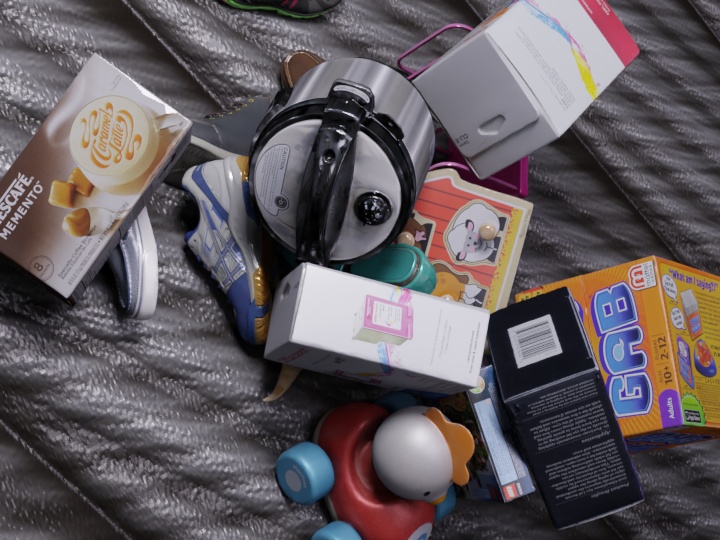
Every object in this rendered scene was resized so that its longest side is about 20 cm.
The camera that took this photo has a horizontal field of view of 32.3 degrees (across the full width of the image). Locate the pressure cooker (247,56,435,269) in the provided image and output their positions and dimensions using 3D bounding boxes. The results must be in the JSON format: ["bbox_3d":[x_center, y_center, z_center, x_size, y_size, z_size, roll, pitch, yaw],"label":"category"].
[{"bbox_3d":[-0.019,-0.107,1.246,0.177,0.177,0.201,57,26,-20],"label":"pressure cooker"}]

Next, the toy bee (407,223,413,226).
[{"bbox_3d":[0.036,-0.030,1.437,0.108,0.131,0.201,34,64,4],"label":"toy bee"}]

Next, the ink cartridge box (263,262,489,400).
[{"bbox_3d":[0.012,0.066,1.271,0.198,0.144,0.086,16,75,-12],"label":"ink cartridge box"}]

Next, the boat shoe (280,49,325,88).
[{"bbox_3d":[-0.029,-0.182,1.411,0.074,0.075,0.203,-33,69,-6],"label":"boat shoe"}]

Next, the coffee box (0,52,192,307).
[{"bbox_3d":[-0.259,-0.082,1.161,0.114,0.080,0.201,35,78,-4],"label":"coffee box"}]

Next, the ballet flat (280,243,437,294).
[{"bbox_3d":[0.000,0.000,1.335,0.070,0.199,0.068,40,68,-46],"label":"ballet flat"}]

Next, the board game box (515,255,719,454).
[{"bbox_3d":[0.339,0.115,1.550,0.199,0.199,0.202,12,66,-49],"label":"board game box"}]

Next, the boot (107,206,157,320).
[{"bbox_3d":[-0.259,-0.046,1.230,0.089,0.073,0.202,-3,72,-29],"label":"boot"}]

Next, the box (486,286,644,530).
[{"bbox_3d":[0.216,0.148,1.331,0.149,0.103,0.201,-98,165,-55],"label":"box"}]

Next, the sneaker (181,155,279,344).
[{"bbox_3d":[-0.138,-0.020,1.317,0.075,0.087,0.202,-53,138,-74],"label":"sneaker"}]

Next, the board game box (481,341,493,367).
[{"bbox_3d":[0.141,0.090,1.470,0.151,0.046,0.202,-5,76,-77],"label":"board game box"}]

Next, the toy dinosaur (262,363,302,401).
[{"bbox_3d":[-0.055,0.078,1.369,0.100,0.058,0.202,23,57,-14],"label":"toy dinosaur"}]

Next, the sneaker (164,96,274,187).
[{"bbox_3d":[-0.160,-0.147,1.348,0.198,0.075,0.107,16,52,-34],"label":"sneaker"}]

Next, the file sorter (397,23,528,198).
[{"bbox_3d":[0.115,-0.179,1.533,0.124,0.138,0.202,18,64,-32],"label":"file sorter"}]

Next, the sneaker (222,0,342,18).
[{"bbox_3d":[-0.078,-0.345,1.465,0.199,0.083,0.078,-14,84,-42],"label":"sneaker"}]

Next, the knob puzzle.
[{"bbox_3d":[0.072,-0.014,1.365,0.221,0.218,0.030,60,14,-6],"label":"knob puzzle"}]

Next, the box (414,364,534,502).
[{"bbox_3d":[0.120,0.182,1.373,0.037,0.200,0.138,-19,86,-15],"label":"box"}]

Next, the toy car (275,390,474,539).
[{"bbox_3d":[0.051,0.213,1.300,0.183,0.199,0.179,-23,90,-41],"label":"toy car"}]

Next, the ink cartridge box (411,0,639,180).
[{"bbox_3d":[0.189,-0.230,1.425,0.145,0.145,0.200,52,52,-8],"label":"ink cartridge box"}]
